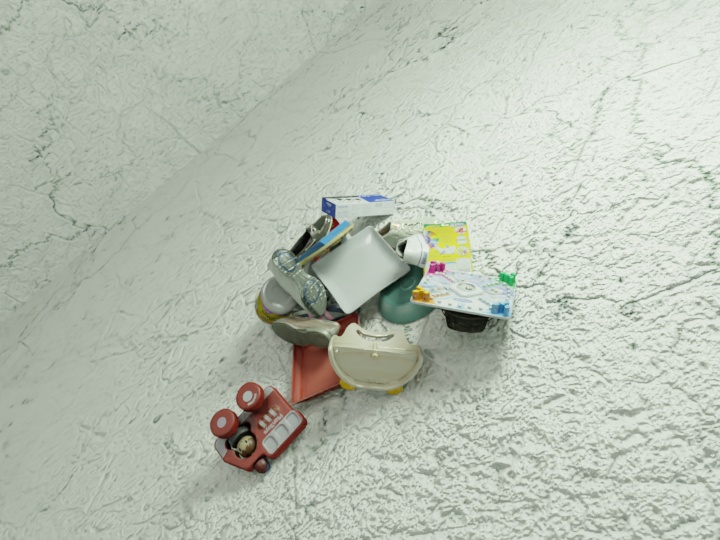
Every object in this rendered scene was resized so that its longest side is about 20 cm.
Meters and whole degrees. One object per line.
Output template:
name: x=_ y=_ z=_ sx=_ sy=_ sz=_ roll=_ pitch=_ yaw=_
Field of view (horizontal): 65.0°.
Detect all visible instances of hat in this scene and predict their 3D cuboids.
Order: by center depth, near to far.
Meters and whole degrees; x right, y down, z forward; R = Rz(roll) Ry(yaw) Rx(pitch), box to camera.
hat: x=0.227 y=0.085 z=1.204 sx=0.198 sy=0.082 sz=0.201 roll=1 pitch=23 yaw=-1

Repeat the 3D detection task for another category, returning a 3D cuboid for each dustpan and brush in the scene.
dustpan and brush: x=-0.099 y=0.053 z=1.503 sx=0.199 sy=0.057 sz=0.141 roll=15 pitch=88 yaw=30

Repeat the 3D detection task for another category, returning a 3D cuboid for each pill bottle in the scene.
pill bottle: x=-0.232 y=0.089 z=1.542 sx=0.105 sy=0.104 sz=0.200 roll=-56 pitch=4 yaw=-24

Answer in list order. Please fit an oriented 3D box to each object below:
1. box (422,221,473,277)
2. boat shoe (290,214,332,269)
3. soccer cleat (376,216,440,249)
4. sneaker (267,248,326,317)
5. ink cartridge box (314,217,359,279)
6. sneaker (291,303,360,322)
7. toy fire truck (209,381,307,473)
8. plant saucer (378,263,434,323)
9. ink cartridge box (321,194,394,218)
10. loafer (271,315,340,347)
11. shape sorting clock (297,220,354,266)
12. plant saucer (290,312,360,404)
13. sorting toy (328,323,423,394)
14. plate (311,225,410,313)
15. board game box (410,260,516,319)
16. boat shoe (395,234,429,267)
box: x=0.210 y=-0.045 z=1.377 sx=0.116 sy=0.049 sz=0.201 roll=-3 pitch=45 yaw=8
boat shoe: x=-0.153 y=-0.079 z=1.610 sx=0.201 sy=0.057 sz=0.067 roll=-56 pitch=37 yaw=10
soccer cleat: x=0.120 y=-0.107 z=1.532 sx=0.199 sy=0.078 sz=0.070 roll=-19 pitch=39 yaw=25
sneaker: x=-0.159 y=0.035 z=1.431 sx=0.074 sy=0.201 sz=0.087 roll=-39 pitch=7 yaw=-32
ink cartridge box: x=-0.092 y=-0.048 z=1.593 sx=0.161 sy=0.050 sz=0.200 roll=-47 pitch=57 yaw=14
sneaker: x=-0.088 y=0.136 z=1.471 sx=0.198 sy=0.070 sz=0.083 roll=-12 pitch=71 yaw=25
toy fire truck: x=-0.237 y=0.369 z=1.297 sx=0.200 sy=0.112 sz=0.168 roll=-46 pitch=54 yaw=-8
plant saucer: x=0.123 y=0.041 z=1.398 sx=0.199 sy=0.036 sz=0.201 roll=-24 pitch=37 yaw=20
ink cartridge box: x=-0.007 y=-0.192 z=1.671 sx=0.198 sy=0.045 sz=0.094 roll=-7 pitch=22 yaw=-30
loafer: x=-0.136 y=0.149 z=1.426 sx=0.199 sy=0.072 sz=0.063 roll=6 pitch=37 yaw=37
shape sorting clock: x=-0.098 y=-0.062 z=1.492 sx=0.200 sy=0.039 sz=0.200 roll=-39 pitch=5 yaw=4
plant saucer: x=-0.076 y=0.218 z=1.374 sx=0.198 sy=0.037 sz=0.201 roll=-27 pitch=36 yaw=16
sorting toy: x=0.032 y=0.175 z=1.263 sx=0.198 sy=0.108 sz=0.180 roll=6 pitch=28 yaw=1
plate: x=0.000 y=0.000 z=1.449 sx=0.199 sy=0.032 sz=0.200 roll=-34 pitch=52 yaw=-8
board game box: x=0.222 y=0.034 z=1.186 sx=0.198 sy=0.026 sz=0.200 roll=9 pitch=23 yaw=16
boat shoe: x=0.118 y=-0.055 z=1.369 sx=0.200 sy=0.065 sz=0.074 roll=-127 pitch=49 yaw=-82
